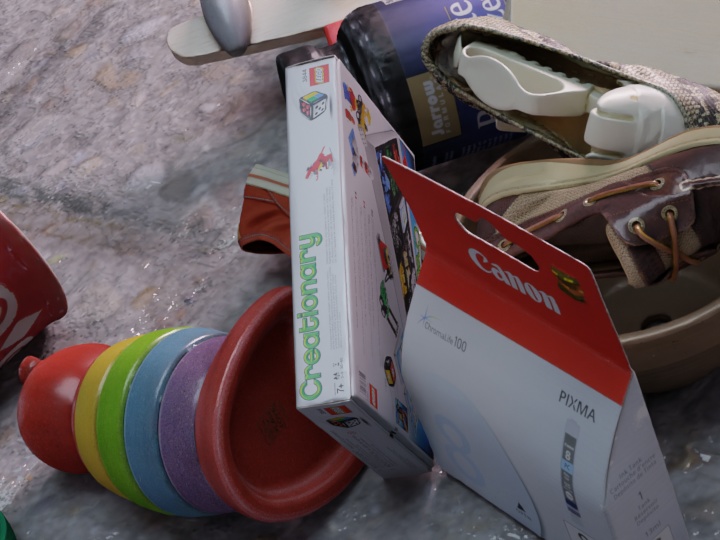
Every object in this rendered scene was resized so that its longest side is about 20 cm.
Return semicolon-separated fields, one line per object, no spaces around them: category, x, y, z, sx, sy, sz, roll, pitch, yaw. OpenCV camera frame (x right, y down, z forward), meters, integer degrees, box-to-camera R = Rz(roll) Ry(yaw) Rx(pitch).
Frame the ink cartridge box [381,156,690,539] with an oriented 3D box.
ink cartridge box;0.074;0.054;0.935;0.047;0.200;0.160;-39;40;-17

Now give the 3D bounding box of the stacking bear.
stacking bear;-0.114;0.082;1.083;0.200;0.122;0.114;0;35;41

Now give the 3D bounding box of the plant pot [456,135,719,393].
plant pot;0.153;0.002;1.045;0.201;0.093;0.201;-14;38;11

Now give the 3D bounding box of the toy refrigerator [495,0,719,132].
toy refrigerator;0.183;-0.122;1.120;0.200;0.076;0.070;3;69;-1

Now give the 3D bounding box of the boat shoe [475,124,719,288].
boat shoe;0.146;-0.020;0.949;0.200;0.072;0.072;-4;50;28

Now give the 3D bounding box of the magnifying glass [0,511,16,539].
magnifying glass;-0.296;0.189;1.114;0.200;0.022;0.080;-19;38;3

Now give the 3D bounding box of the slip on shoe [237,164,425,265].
slip on shoe;0.003;-0.010;1.169;0.200;0.074;0.061;21;92;34

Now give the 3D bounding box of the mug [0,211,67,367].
mug;-0.315;0.044;1.213;0.177;0.134;0.200;20;59;42

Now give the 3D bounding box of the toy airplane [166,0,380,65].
toy airplane;-0.015;-0.201;1.332;0.199;0.141;0.200;20;55;41

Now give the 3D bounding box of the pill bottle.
pill bottle;0.053;-0.127;1.216;0.200;0.112;0.112;-19;37;-5

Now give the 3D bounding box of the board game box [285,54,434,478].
board game box;0.000;0.000;1.039;0.035;0.126;0.200;-11;64;18

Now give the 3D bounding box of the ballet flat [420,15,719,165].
ballet flat;0.114;-0.085;1.009;0.200;0.068;0.075;26;16;29
